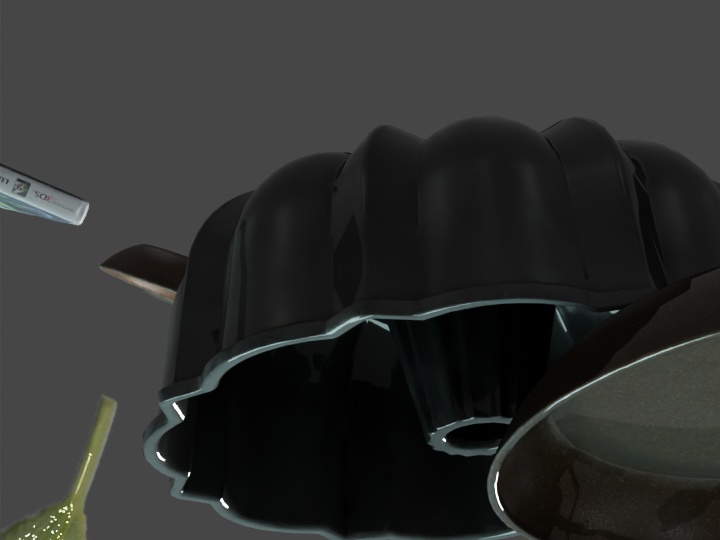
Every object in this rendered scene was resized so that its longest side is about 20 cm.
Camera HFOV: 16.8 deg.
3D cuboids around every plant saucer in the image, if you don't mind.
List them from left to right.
[{"bbox_3d":[-0.110,0.021,1.953,0.200,0.032,0.200,21,174,2],"label":"plant saucer"},{"bbox_3d":[0.132,0.036,0.668,0.200,0.032,0.200,-5,155,-2],"label":"plant saucer"}]

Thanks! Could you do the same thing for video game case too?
[{"bbox_3d":[-0.318,-0.082,1.842,0.182,0.023,0.200,23,175,-25],"label":"video game case"}]

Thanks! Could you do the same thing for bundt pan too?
[{"bbox_3d":[0.033,0.016,0.734,0.202,0.076,0.202,-4,156,-2],"label":"bundt pan"}]
